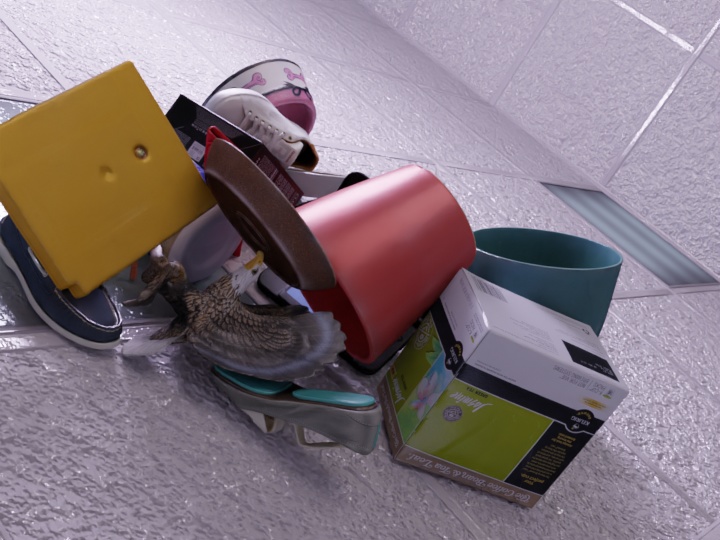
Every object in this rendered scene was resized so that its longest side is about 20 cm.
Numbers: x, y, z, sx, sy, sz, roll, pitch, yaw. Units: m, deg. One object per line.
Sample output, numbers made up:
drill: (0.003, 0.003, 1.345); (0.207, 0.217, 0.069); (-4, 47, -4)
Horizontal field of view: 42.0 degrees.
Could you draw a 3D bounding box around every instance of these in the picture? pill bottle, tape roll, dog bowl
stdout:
pill bottle: (-0.243, -0.089, 1.127); (0.200, 0.120, 0.120); (40, 23, 19)
tape roll: (-0.069, -0.135, 1.450); (0.202, 0.037, 0.203); (6, 7, -1)
dog bowl: (-0.155, -0.231, 1.459); (0.200, 0.200, 0.074); (-3, 53, -55)

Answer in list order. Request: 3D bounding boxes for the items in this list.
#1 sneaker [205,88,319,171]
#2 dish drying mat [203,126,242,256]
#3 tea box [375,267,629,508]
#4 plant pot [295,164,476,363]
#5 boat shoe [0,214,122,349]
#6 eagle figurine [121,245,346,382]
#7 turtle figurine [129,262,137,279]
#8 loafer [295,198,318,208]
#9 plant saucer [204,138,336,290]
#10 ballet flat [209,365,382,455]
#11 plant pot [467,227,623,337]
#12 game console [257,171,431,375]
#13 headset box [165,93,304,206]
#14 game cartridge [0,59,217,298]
sneaker: (-0.131, -0.198, 1.347); (0.200, 0.073, 0.085); (18, 26, -47)
dish drying mat: (-0.170, -0.092, 1.164); (0.077, 0.200, 0.018); (42, 60, 13)
tea box: (0.157, 0.138, 1.078); (0.200, 0.197, 0.134); (24, 23, -22)
plant pot: (0.024, -0.022, 1.098); (0.201, 0.177, 0.201); (51, -16, 21)
boat shoe: (-0.298, -0.002, 0.945); (0.075, 0.062, 0.200); (2, 37, -51)
eagle figurine: (-0.131, 0.048, 0.968); (0.200, 0.151, 0.152); (37, 39, -25)
turtle figurine: (-0.322, -0.076, 1.024); (0.161, 0.200, 0.064); (28, 59, 39)
loafer: (-0.073, -0.060, 1.383); (0.201, 0.068, 0.071); (-92, 161, -74)
plant saucer: (-0.103, -0.050, 0.993); (0.200, 0.034, 0.200); (45, -14, 15)
ballet flat: (-0.072, 0.140, 0.937); (0.199, 0.064, 0.067); (11, 12, 28)
plant pot: (0.227, 0.046, 1.219); (0.200, 0.161, 0.201); (4, 16, -1)
game console: (0.000, 0.000, 1.192); (0.200, 0.117, 0.176); (38, 49, 15)
headset box: (-0.174, -0.139, 1.285); (0.148, 0.075, 0.200); (33, -6, 21)
game cartridge: (-0.258, -0.092, 0.926); (0.200, 0.032, 0.177); (-41, 107, -40)
